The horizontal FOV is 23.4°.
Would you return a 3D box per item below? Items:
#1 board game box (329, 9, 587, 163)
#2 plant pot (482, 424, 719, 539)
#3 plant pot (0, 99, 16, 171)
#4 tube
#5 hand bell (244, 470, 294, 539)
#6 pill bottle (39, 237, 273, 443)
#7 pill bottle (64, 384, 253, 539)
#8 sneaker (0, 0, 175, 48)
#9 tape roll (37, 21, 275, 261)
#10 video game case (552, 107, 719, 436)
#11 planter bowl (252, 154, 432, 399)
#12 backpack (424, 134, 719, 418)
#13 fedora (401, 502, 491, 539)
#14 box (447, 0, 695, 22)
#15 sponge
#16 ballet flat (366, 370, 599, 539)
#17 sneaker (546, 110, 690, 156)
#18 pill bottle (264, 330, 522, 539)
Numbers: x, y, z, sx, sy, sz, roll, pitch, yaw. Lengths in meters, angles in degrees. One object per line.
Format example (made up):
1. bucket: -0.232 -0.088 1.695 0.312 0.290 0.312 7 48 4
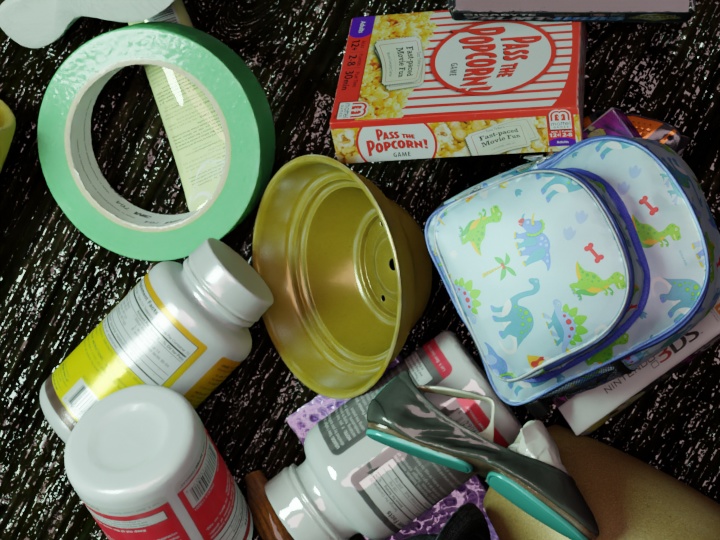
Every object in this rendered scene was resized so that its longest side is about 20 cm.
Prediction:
1. board game box: 0.084 -0.156 1.433 0.200 0.152 0.046 -3 132 11
2. plant pot: 0.200 0.225 1.402 0.200 0.186 0.186 41 92 21
3. plant pot: -0.416 -0.075 1.478 0.201 0.201 0.189 26 106 7
4. tube: -0.152 -0.155 1.517 0.052 0.058 0.200 -21 88 -33
5. hand bell: -0.051 0.262 1.476 0.104 0.104 0.200 -26 71 5
6. pill bottle: -0.168 0.069 1.463 0.200 0.109 0.109 -45 83 10
7. pill bottle: -0.154 0.193 1.417 0.112 0.200 0.112 -10 46 11
8. sneaker: -0.223 -0.256 1.482 0.200 0.075 0.089 -9 45 34
9. tape roll: -0.174 -0.110 1.484 0.200 0.048 0.201 3 105 12
10. video game case: 0.193 0.002 1.402 0.181 0.036 0.200 -38 75 19
11. planter bowl: 0.000 0.000 1.438 0.083 0.200 0.201 -11 84 -38
12. backpack: 0.166 -0.005 1.315 0.200 0.147 0.183 -27 80 19
13. fedora: 0.034 0.268 1.380 0.091 0.201 0.201 11 89 20
14. box: 0.172 -0.303 1.411 0.200 0.050 0.199 2 89 7
15. sponge: 0.037 0.178 1.484 0.111 0.030 0.200 -34 84 4
16. ballet flat: 0.101 0.135 1.325 0.200 0.068 0.068 27 78 3
17. sneaker: 0.249 -0.056 1.446 0.200 0.078 0.112 44 94 7
18. pill bottle: 0.025 0.148 1.416 0.200 0.111 0.111 -36 84 3
